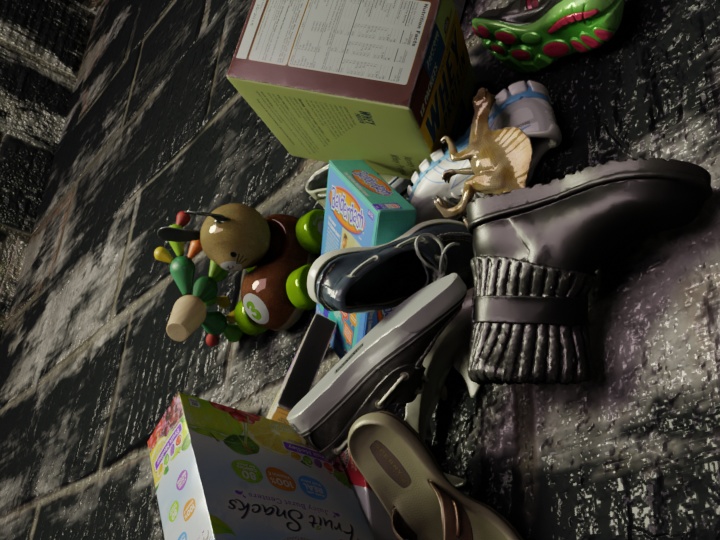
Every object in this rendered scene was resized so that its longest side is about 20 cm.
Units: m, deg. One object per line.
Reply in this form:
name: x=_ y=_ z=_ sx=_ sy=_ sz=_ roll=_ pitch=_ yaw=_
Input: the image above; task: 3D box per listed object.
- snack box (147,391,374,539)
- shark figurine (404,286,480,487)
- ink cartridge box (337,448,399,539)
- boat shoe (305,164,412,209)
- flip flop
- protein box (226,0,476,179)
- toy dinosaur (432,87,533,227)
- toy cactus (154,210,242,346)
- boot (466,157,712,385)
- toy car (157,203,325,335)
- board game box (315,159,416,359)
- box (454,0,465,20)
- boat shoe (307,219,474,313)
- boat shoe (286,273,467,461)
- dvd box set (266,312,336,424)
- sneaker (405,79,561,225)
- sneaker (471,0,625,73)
snack box: x=-0.076 y=0.204 z=0.697 sx=0.068 sy=0.167 sz=0.201 roll=-55 pitch=35 yaw=18
shark figurine: x=0.057 y=0.099 z=0.806 sx=0.128 sy=0.089 sz=0.217 roll=7 pitch=74 yaw=59
ink cartridge box: x=-0.025 y=0.256 z=0.827 sx=0.200 sy=0.082 sz=0.147 roll=-42 pitch=40 yaw=35
boat shoe: x=0.007 y=-0.121 z=1.049 sx=0.199 sy=0.062 sz=0.073 roll=-29 pitch=47 yaw=44
flip flop: x=0.058 y=0.199 z=0.680 sx=0.200 sy=0.057 sz=0.081 roll=48 pitch=114 yaw=12
protein box: x=0.001 y=-0.205 z=0.910 sx=0.198 sy=0.199 sz=0.137 roll=14 pitch=78 yaw=19
toy dinosaur: x=0.122 y=-0.079 z=0.776 sx=0.101 sy=0.058 sz=0.202 roll=-39 pitch=62 yaw=31
toy cactus: x=-0.232 y=0.035 z=1.179 sx=0.101 sy=0.202 sz=0.166 roll=-5 pitch=30 yaw=17
boot: x=0.179 y=0.010 z=0.676 sx=0.209 sy=0.079 sz=0.160 roll=-13 pitch=70 yaw=34
toy car: x=-0.157 y=-0.022 z=1.104 sx=0.164 sy=0.198 sz=0.160 roll=-25 pitch=49 yaw=48
board game box: x=0.000 y=0.000 z=0.920 sx=0.152 sy=0.044 sz=0.202 roll=-128 pitch=40 yaw=-56
box: x=0.031 y=-0.336 z=1.107 sx=0.199 sy=0.112 sz=0.103 roll=1 pitch=71 yaw=56
boat shoe: x=0.046 y=-0.002 z=0.805 sx=0.062 sy=0.198 sz=0.076 roll=29 pitch=121 yaw=49
boat shoe: x=0.026 y=0.086 z=0.748 sx=0.200 sy=0.064 sz=0.071 roll=-43 pitch=6 yaw=10
dvd box set: x=-0.088 y=0.163 z=0.939 sx=0.147 sy=0.029 sz=0.201 roll=-69 pitch=4 yaw=-52
sneaker: x=0.121 y=-0.094 z=0.852 sx=0.200 sy=0.074 sz=0.087 roll=-47 pitch=41 yaw=30
sneaker: x=0.193 y=-0.257 z=0.862 sx=0.199 sy=0.077 sz=0.084 roll=8 pitch=59 yaw=55
